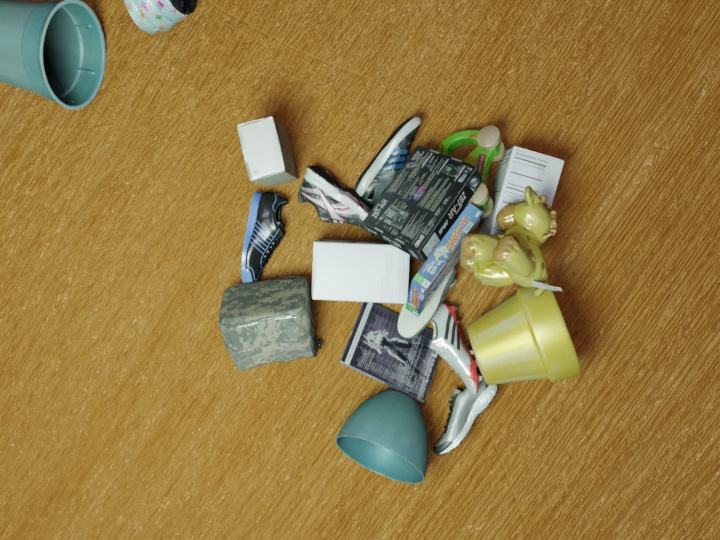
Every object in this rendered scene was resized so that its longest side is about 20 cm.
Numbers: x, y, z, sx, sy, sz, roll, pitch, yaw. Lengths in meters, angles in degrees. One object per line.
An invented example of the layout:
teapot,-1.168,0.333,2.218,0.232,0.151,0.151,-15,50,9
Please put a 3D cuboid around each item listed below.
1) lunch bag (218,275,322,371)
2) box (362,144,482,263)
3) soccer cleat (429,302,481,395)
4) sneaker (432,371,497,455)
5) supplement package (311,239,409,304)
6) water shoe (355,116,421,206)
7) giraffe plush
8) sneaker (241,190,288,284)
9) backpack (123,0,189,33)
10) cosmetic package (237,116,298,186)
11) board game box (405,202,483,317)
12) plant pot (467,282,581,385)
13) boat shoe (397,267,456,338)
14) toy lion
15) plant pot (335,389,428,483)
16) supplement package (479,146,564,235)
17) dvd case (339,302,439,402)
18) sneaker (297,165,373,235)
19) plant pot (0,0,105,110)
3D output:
lunch bag,-0.187,0.122,1.242,0.194,0.141,0.171,-9,125,0
box,0.119,-0.135,1.169,0.159,0.044,0.202,29,79,40
soccer cleat,0.190,0.169,1.261,0.083,0.069,0.205,-17,77,-9
sneaker,0.214,0.308,1.295,0.078,0.074,0.202,34,88,7
supplement package,0.000,0.000,1.241,0.193,0.117,0.121,2,95,-1
water shoe,0.072,-0.226,1.251,0.078,0.072,0.201,38,100,-12
giraffe plush,0.296,-0.062,1.114,0.195,0.173,0.166,17,74,15
sneaker,-0.201,-0.062,1.260,0.075,0.070,0.206,9,95,4
backpack,-0.416,-0.582,1.186,0.124,0.167,0.205,-21,98,21
cosmetic package,-0.178,-0.229,1.180,0.071,0.200,0.107,-13,95,2
board game box,0.161,-0.019,1.162,0.034,0.136,0.201,33,69,14
plant pot,0.326,0.140,1.222,0.185,0.201,0.206,-21,95,15
boat shoe,0.145,0.066,1.239,0.071,0.062,0.202,13,59,36
toy lion,0.186,-0.193,1.228,0.187,0.069,0.205,7,73,28
plant pot,0.062,0.333,1.249,0.196,0.201,0.137,27,61,-2
supplement package,0.325,-0.136,1.229,0.106,0.114,0.206,15,96,0
dvd case,0.070,0.168,1.273,0.196,0.016,0.152,25,66,-3
sneaker,-0.046,-0.132,1.261,0.198,0.080,0.087,37,113,0
plant pot,-0.645,-0.439,1.177,0.190,0.200,0.207,12,95,7
